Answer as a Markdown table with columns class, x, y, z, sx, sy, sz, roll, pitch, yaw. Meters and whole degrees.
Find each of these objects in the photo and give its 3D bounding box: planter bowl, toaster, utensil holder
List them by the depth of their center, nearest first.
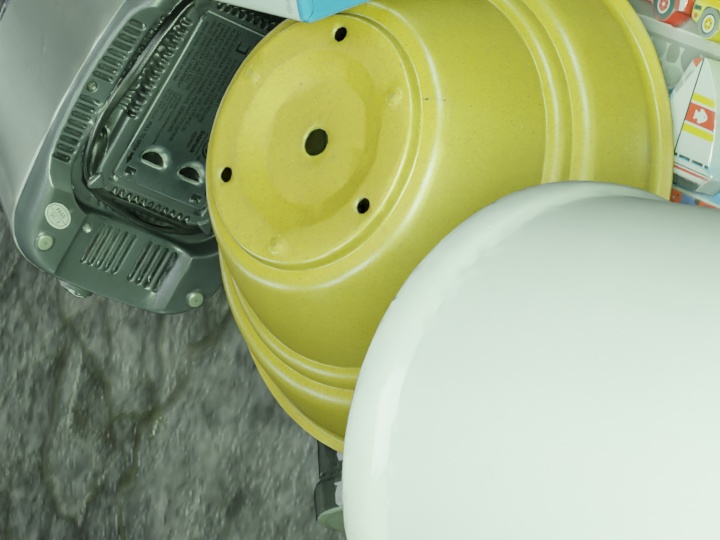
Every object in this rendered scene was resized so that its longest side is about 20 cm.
| class | x | y | z | sx | sy | sz | roll | pitch | yaw |
| --- | --- | --- | --- | --- | --- | --- | --- | --- | --- |
| utensil holder | 0.119 | 0.067 | 0.816 | 0.199 | 0.169 | 0.171 | 11 | 89 | 53 |
| planter bowl | 0.006 | -0.036 | 1.010 | 0.199 | 0.083 | 0.202 | -13 | 68 | 36 |
| toaster | -0.086 | -0.092 | 1.207 | 0.201 | 0.113 | 0.129 | -60 | 36 | 15 |

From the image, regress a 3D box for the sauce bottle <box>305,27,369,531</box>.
| class | x | y | z | sx | sy | sz | roll | pitch | yaw |
| --- | --- | --- | --- | --- | --- | --- | --- | --- | --- |
| sauce bottle | 0.000 | 0.000 | 1.101 | 0.066 | 0.066 | 0.201 | -28 | 60 | 49 |

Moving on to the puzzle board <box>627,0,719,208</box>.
| class | x | y | z | sx | sy | sz | roll | pitch | yaw |
| --- | --- | --- | --- | --- | --- | --- | --- | --- | --- |
| puzzle board | 0.105 | -0.108 | 1.020 | 0.200 | 0.017 | 0.152 | 29 | 104 | 55 |

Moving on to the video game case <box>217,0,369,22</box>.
| class | x | y | z | sx | sy | sz | roll | pitch | yaw |
| --- | --- | --- | --- | --- | --- | --- | --- | --- | --- |
| video game case | -0.022 | -0.135 | 1.069 | 0.199 | 0.143 | 0.018 | 19 | 126 | 51 |
